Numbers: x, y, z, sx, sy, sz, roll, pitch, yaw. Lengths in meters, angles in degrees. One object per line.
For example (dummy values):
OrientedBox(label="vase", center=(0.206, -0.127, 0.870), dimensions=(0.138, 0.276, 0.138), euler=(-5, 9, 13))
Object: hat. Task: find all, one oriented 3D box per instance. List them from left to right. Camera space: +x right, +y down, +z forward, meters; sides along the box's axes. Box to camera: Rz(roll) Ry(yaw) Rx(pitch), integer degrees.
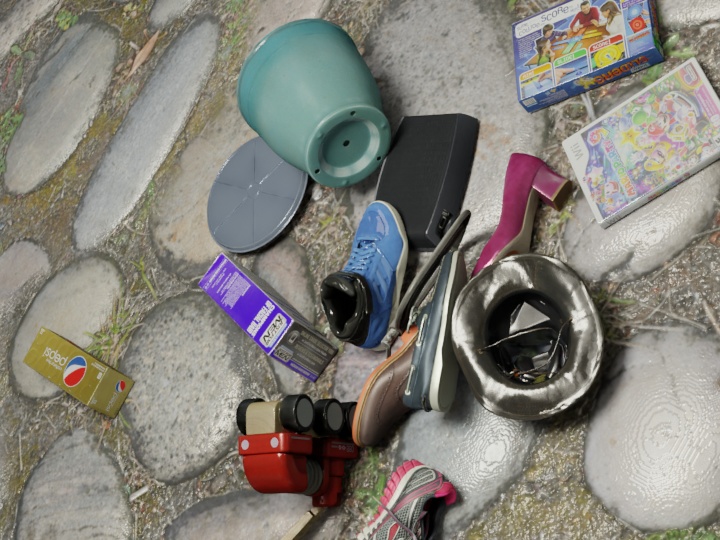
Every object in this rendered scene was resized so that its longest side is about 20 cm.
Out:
OrientedBox(label="hat", center=(0.208, 0.084, 1.521), dimensions=(0.197, 0.081, 0.204), euler=(-6, 75, 23))

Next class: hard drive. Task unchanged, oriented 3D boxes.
OrientedBox(label="hard drive", center=(0.083, -0.127, 1.758), dimensions=(0.133, 0.042, 0.203), euler=(2, 68, 38))

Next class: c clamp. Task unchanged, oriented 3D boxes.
OrientedBox(label="c clamp", center=(0.083, 0.015, 1.636), dimensions=(0.027, 0.171, 0.201), euler=(32, 72, 12))

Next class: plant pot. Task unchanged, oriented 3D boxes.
OrientedBox(label="plant pot", center=(-0.053, -0.223, 1.803), dimensions=(0.200, 0.200, 0.189), euler=(-43, 47, 10))

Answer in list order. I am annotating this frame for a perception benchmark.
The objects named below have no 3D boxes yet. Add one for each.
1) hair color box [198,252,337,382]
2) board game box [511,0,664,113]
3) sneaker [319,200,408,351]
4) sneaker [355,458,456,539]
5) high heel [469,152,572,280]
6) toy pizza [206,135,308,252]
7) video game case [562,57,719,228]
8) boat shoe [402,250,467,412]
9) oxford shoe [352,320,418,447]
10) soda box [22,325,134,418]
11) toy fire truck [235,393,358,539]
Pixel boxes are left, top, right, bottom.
OrientedBox(label="hair color box", center=(-0.131, 0.065, 1.774), dimensions=(0.065, 0.109, 0.199), euler=(-53, 47, 1))
OrientedBox(label="board game box", center=(0.300, -0.307, 1.694), dimensions=(0.198, 0.034, 0.137), euler=(-18, 56, 29))
OrientedBox(label="sneaker", center=(0.001, 0.000, 1.677), dimensions=(0.076, 0.111, 0.204), euler=(0, 81, 38))
OrientedBox(label="sneaker", center=(0.042, 0.328, 1.521), dimensions=(0.074, 0.080, 0.202), euler=(20, 79, 40))
OrientedBox(label="high heel", center=(0.180, -0.062, 1.627), dimensions=(0.095, 0.067, 0.201), euler=(32, 83, 33))
OrientedBox(label="toy pizza", center=(-0.155, -0.117, 1.942), dimensions=(0.198, 0.032, 0.203), euler=(-18, 57, 30))
OrientedBox(label="video game case", center=(0.360, -0.160, 1.582), dimensions=(0.199, 0.018, 0.145), euler=(-33, 51, 20))
OrientedBox(label="boat shoe", center=(0.092, 0.074, 1.564), dimensions=(0.061, 0.075, 0.204), euler=(3, 82, 27))
OrientedBox(label="oxford shoe", center=(0.061, 0.146, 1.613), dimensions=(0.072, 0.071, 0.202), euler=(31, 87, 38))
OrientedBox(label="soda box", center=(-0.447, 0.159, 1.994), dimensions=(0.199, 0.064, 0.068), euler=(23, 81, 43))
OrientedBox(label="toy fire truck", center=(-0.086, 0.267, 1.600), dimensions=(0.127, 0.175, 0.204), euler=(-9, 76, 32))
